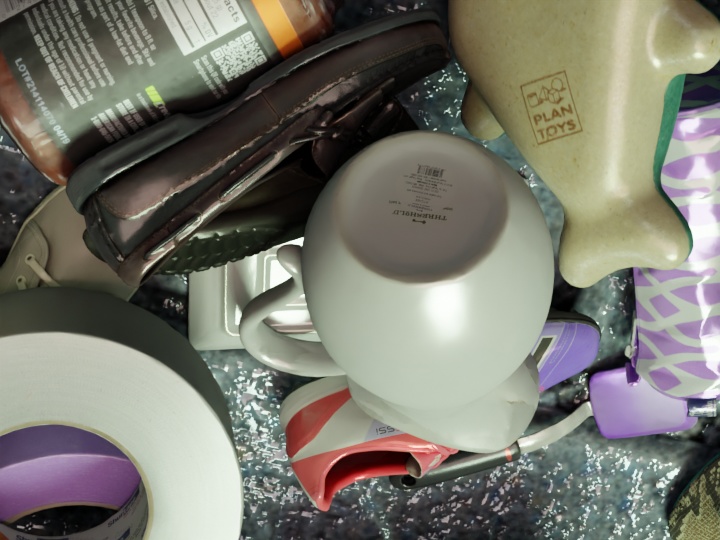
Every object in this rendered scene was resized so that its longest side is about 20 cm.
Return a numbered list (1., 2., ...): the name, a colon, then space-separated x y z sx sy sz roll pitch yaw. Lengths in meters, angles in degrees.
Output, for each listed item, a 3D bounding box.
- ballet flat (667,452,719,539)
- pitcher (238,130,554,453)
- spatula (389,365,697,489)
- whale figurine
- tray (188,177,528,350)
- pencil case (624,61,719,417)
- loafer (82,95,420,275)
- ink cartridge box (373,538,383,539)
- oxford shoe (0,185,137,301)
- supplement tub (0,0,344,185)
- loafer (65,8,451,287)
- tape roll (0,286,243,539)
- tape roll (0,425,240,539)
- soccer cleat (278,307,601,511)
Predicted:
1. ballet flat: 0.282 0.123 0.875 0.068 0.075 0.200 39 103 -25
2. pitcher: 0.011 0.015 0.695 0.170 0.122 0.200 5 153 8
3. spatula: 0.113 0.103 0.865 0.199 0.021 0.057 -18 119 -1
4. whale figurine: 0.124 -0.097 0.699 0.103 0.159 0.201 -14 88 -46
5. tray: 0.000 0.000 0.795 0.198 0.022 0.108 -2 116 -10
6. pencil case: 0.187 -0.021 0.790 0.085 0.084 0.201 -1 117 18
7. loafer: -0.054 -0.050 0.734 0.199 0.073 0.072 -13 79 -20
8. ink cartridge box: 0.020 0.299 0.860 0.075 0.165 0.201 -17 118 -4
9. oxford shoe: -0.175 0.019 0.752 0.200 0.058 0.075 -44 111 8
10. supplement tub: -0.086 -0.130 0.670 0.199 0.107 0.107 -27 117 3
11. loafer: -0.040 -0.058 0.661 0.199 0.072 0.063 -26 80 -6
12. tape roll: -0.163 0.113 0.723 0.199 0.066 0.202 -3 110 -9
13. tape roll: -0.171 0.178 0.825 0.199 0.066 0.201 -4 115 -9
14. soccer cleat: 0.052 0.082 0.805 0.199 0.074 0.068 -17 143 0
